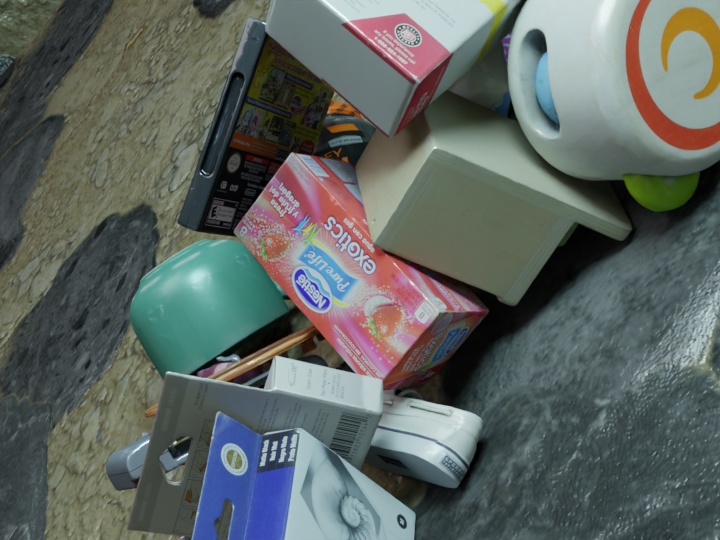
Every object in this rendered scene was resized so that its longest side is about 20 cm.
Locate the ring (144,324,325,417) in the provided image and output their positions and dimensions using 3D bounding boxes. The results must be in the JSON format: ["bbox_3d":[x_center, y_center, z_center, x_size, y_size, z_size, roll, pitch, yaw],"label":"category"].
[{"bbox_3d":[-0.104,0.091,1.275,0.199,0.019,0.200,-26,1,1],"label":"ring"}]

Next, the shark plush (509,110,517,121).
[{"bbox_3d":[0.152,-0.180,1.381,0.199,0.090,0.084,13,99,53],"label":"shark plush"}]

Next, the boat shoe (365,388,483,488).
[{"bbox_3d":[0.028,0.131,1.206,0.199,0.072,0.066,5,57,56],"label":"boat shoe"}]

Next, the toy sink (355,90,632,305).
[{"bbox_3d":[0.109,-0.058,1.198,0.112,0.199,0.131,-58,24,27],"label":"toy sink"}]

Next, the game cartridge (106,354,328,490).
[{"bbox_3d":[-0.131,0.136,1.255,0.199,0.041,0.133,-27,-4,-22],"label":"game cartridge"}]

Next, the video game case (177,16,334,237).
[{"bbox_3d":[-0.084,-0.118,1.244,0.025,0.200,0.182,21,95,17],"label":"video game case"}]

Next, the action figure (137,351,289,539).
[{"bbox_3d":[-0.130,0.191,1.368,0.148,0.134,0.201,-12,40,10],"label":"action figure"}]

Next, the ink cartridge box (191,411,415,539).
[{"bbox_3d":[-0.039,0.224,1.063,0.040,0.200,0.200,-31,35,33],"label":"ink cartridge box"}]

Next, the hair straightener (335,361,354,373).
[{"bbox_3d":[0.002,0.078,1.292,0.200,0.077,0.041,-43,56,15],"label":"hair straightener"}]

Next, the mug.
[{"bbox_3d":[-0.158,0.032,1.492,0.152,0.115,0.185,-36,-3,43],"label":"mug"}]

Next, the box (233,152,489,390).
[{"bbox_3d":[0.000,0.000,1.209,0.200,0.102,0.095,47,112,21],"label":"box"}]

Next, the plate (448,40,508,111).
[{"bbox_3d":[0.066,-0.213,1.302,0.200,0.032,0.201,137,129,-59],"label":"plate"}]

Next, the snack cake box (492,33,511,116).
[{"bbox_3d":[0.093,-0.180,1.363,0.115,0.067,0.201,-135,51,-62],"label":"snack cake box"}]

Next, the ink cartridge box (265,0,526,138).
[{"bbox_3d":[0.043,-0.226,1.142,0.200,0.145,0.084,-43,-12,-31],"label":"ink cartridge box"}]

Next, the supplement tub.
[{"bbox_3d":[-0.011,-0.066,1.376,0.122,0.122,0.201,-41,49,20],"label":"supplement tub"}]

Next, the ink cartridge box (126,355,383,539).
[{"bbox_3d":[-0.090,0.154,1.163,0.045,0.175,0.201,-89,15,-49],"label":"ink cartridge box"}]

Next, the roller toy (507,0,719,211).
[{"bbox_3d":[0.219,-0.167,1.141,0.139,0.182,0.201,1,58,57],"label":"roller toy"}]
